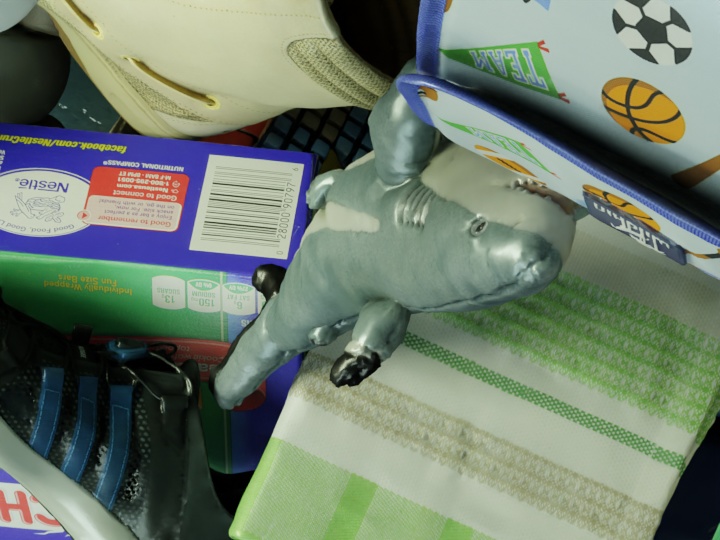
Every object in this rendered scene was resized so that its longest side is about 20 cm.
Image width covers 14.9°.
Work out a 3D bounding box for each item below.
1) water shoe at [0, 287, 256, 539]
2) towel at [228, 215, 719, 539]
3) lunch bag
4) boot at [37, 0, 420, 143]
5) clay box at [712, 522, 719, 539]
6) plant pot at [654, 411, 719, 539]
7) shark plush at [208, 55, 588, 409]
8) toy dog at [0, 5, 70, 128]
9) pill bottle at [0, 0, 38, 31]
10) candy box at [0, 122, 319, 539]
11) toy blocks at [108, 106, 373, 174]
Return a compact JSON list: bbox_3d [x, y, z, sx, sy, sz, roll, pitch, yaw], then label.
[{"bbox_3d":[-0.101,0.047,1.037,0.200,0.079,0.072,50,-176,-29],"label":"water shoe"},{"bbox_3d":[0.057,0.041,1.028,0.149,0.201,0.031,25,168,9],"label":"towel"},{"bbox_3d":[0.106,-0.072,0.795,0.169,0.124,0.200,28,145,11],"label":"lunch bag"},{"bbox_3d":[-0.067,-0.123,0.993,0.155,0.073,0.200,-1,138,45],"label":"boot"},{"bbox_3d":[0.172,0.067,0.943,0.047,0.201,0.115,17,154,26],"label":"clay box"},{"bbox_3d":[0.090,0.138,1.174,0.199,0.181,0.200,6,155,2],"label":"plant pot"},{"bbox_3d":[0.000,0.000,0.953,0.199,0.084,0.091,-21,138,37],"label":"shark plush"},{"bbox_3d":[-0.195,-0.102,1.132,0.199,0.133,0.096,6,-171,31],"label":"toy dog"},{"bbox_3d":[-0.126,-0.144,0.852,0.111,0.201,0.111,24,157,11],"label":"pill bottle"},{"bbox_3d":[-0.101,0.039,1.119,0.168,0.077,0.201,5,139,4],"label":"candy box"},{"bbox_3d":[-0.033,-0.027,1.152,0.199,0.100,0.137,32,146,-8],"label":"toy blocks"}]
